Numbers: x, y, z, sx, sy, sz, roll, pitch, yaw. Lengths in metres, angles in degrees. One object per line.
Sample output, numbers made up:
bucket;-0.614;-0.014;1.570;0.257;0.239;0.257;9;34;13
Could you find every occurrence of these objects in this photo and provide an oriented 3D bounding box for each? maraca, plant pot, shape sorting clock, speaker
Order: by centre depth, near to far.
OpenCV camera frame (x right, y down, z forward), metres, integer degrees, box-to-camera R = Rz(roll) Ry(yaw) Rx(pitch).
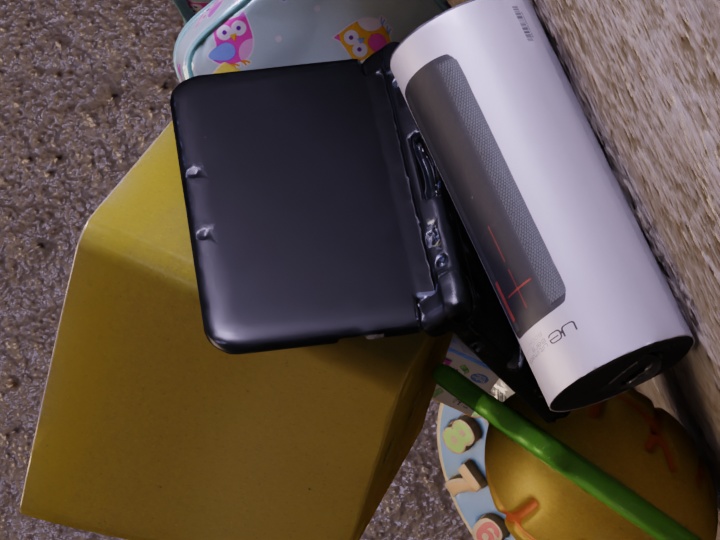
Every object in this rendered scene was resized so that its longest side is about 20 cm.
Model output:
speaker;0.090;-0.033;1.305;0.081;0.081;0.200;73;173;-74
maraca;0.116;0.106;1.416;0.200;0.107;0.137;36;176;-36
plant pot;-0.050;0.040;1.425;0.200;0.176;0.200;-57;-14;-54
shape sorting clock;0.126;0.147;1.766;0.200;0.039;0.200;23;126;35

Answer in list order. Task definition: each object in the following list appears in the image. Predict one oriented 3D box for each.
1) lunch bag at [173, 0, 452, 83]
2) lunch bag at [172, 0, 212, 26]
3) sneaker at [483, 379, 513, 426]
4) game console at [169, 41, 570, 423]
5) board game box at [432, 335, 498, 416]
lunch bag;-0.008;-0.101;1.528;0.200;0.160;0.077;50;-175;-16
lunch bag;-0.074;-0.251;1.704;0.122;0.170;0.200;64;-178;32
sneaker;0.121;0.091;1.666;0.088;0.076;0.200;96;152;-53
game console;0.006;-0.012;1.365;0.176;0.116;0.200;44;-155;-41
board game box;0.000;0.000;1.638;0.134;0.034;0.200;25;-158;-26
